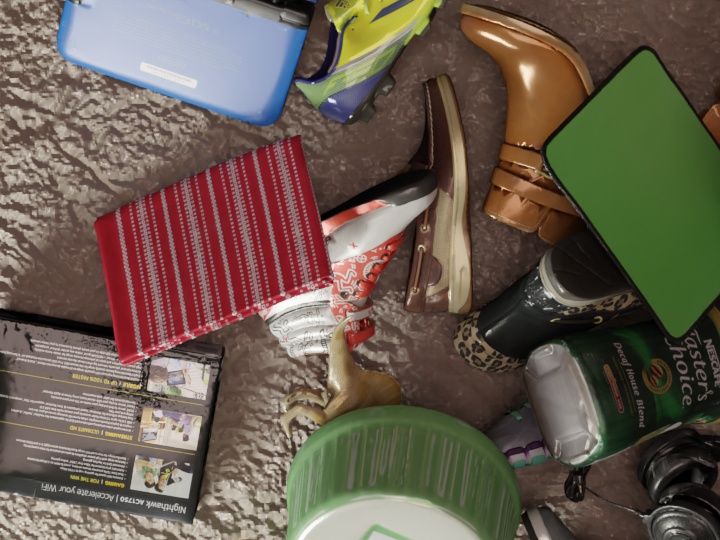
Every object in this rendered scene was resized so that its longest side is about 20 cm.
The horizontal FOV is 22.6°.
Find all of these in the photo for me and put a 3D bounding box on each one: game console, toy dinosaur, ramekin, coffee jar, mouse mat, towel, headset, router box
[{"bbox_3d":[-0.133,-0.243,1.510,0.199,0.119,0.171,19,126,-3],"label":"game console"},{"bbox_3d":[-0.017,0.108,1.514,0.101,0.058,0.201,-21,128,3],"label":"toy dinosaur"},{"bbox_3d":[0.031,0.218,1.476,0.199,0.098,0.201,4,125,5],"label":"ramekin"},{"bbox_3d":[0.236,0.087,1.468,0.199,0.085,0.105,-14,79,-33],"label":"coffee jar"},{"bbox_3d":[0.242,-0.063,1.453,0.161,0.008,0.200,-44,103,-30],"label":"mouse mat"},{"bbox_3d":[-0.123,-0.016,1.478,0.199,0.022,0.145,-22,62,13],"label":"towel"},{"bbox_3d":[0.270,0.179,1.502,0.199,0.124,0.094,2,131,-3],"label":"headset"},{"bbox_3d":[-0.225,0.122,1.524,0.199,0.051,0.150,10,97,-3],"label":"router box"}]

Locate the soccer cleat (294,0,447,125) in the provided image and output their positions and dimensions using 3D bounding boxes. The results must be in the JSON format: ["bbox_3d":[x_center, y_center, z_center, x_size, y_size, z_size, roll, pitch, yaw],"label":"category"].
[{"bbox_3d":[0.018,-0.217,1.494,0.083,0.065,0.201,31,95,-6],"label":"soccer cleat"}]

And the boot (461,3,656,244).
[{"bbox_3d":[0.138,-0.118,1.496,0.199,0.077,0.156,28,101,-21],"label":"boot"}]

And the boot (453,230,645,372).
[{"bbox_3d":[0.187,0.021,1.510,0.203,0.154,0.074,-8,68,-41],"label":"boot"}]

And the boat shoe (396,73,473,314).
[{"bbox_3d":[0.055,-0.062,1.509,0.071,0.072,0.201,-3,98,2],"label":"boat shoe"}]

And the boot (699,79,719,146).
[{"bbox_3d":[0.380,-0.141,1.518,0.155,0.077,0.200,34,99,1],"label":"boot"}]

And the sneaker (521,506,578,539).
[{"bbox_3d":[0.235,0.256,1.536,0.121,0.084,0.200,-36,103,7],"label":"sneaker"}]

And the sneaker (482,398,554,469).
[{"bbox_3d":[0.163,0.115,1.536,0.199,0.074,0.088,-13,86,-12],"label":"sneaker"}]

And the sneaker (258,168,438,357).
[{"bbox_3d":[0.000,0.000,1.492,0.201,0.067,0.108,-26,98,25],"label":"sneaker"}]
